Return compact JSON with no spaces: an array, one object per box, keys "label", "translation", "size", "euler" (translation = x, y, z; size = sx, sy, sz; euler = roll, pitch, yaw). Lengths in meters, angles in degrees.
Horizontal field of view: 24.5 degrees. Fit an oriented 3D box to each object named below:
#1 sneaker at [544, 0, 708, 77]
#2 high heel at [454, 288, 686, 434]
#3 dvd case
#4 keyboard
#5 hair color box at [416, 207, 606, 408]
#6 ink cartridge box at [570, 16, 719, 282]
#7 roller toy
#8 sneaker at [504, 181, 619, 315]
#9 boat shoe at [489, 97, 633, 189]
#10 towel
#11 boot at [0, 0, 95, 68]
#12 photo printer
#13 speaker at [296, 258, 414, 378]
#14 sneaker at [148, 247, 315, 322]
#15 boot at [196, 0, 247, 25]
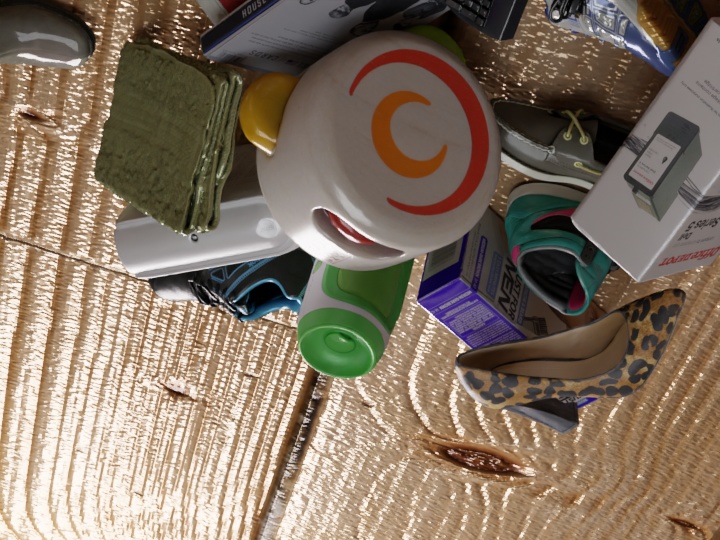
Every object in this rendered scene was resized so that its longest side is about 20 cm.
[{"label":"sneaker","translation":[0.197,-0.219,1.330],"size":[0.200,0.075,0.088],"euler":[42,141,-14]},{"label":"high heel","translation":[0.185,0.065,1.480],"size":[0.142,0.072,0.200],"euler":[25,125,-26]},{"label":"dvd case","translation":[-0.014,-0.215,1.369],"size":[0.199,0.025,0.150],"euler":[-28,156,37]},{"label":"keyboard","translation":[0.134,-0.266,1.254],"size":[0.127,0.021,0.201],"euler":[32,123,20]},{"label":"hair color box","translation":[0.149,0.037,1.578],"size":[0.065,0.110,0.200],"euler":[-28,123,37]},{"label":"ink cartridge box","translation":[0.279,-0.096,1.320],"size":[0.084,0.145,0.201],"euler":[45,120,23]},{"label":"roller toy","translation":[0.010,-0.096,1.385],"size":[0.139,0.199,0.184],"euler":[-20,89,59]},{"label":"sneaker","translation":[0.223,-0.013,1.492],"size":[0.198,0.121,0.084],"euler":[7,137,10]},{"label":"boat shoe","translation":[0.193,-0.109,1.440],"size":[0.200,0.072,0.060],"euler":[21,138,-15]},{"label":"towel","translation":[-0.167,-0.118,1.442],"size":[0.036,0.150,0.199],"euler":[9,-170,-39]},{"label":"boot","translation":[-0.347,-0.185,1.478],"size":[0.198,0.131,0.068],"euler":[12,139,4]},{"label":"photo printer","translation":[-0.104,-0.064,1.511],"size":[0.199,0.167,0.070],"euler":[-10,113,25]},{"label":"speaker","translation":[0.000,0.000,1.515],"size":[0.088,0.201,0.089],"euler":[9,138,8]},{"label":"sneaker","translation":[-0.131,0.008,1.653],"size":[0.199,0.082,0.073],"euler":[-8,135,26]},{"label":"boot","translation":[-0.099,-0.282,1.348],"size":[0.144,0.073,0.200],"euler":[-19,135,32]}]
